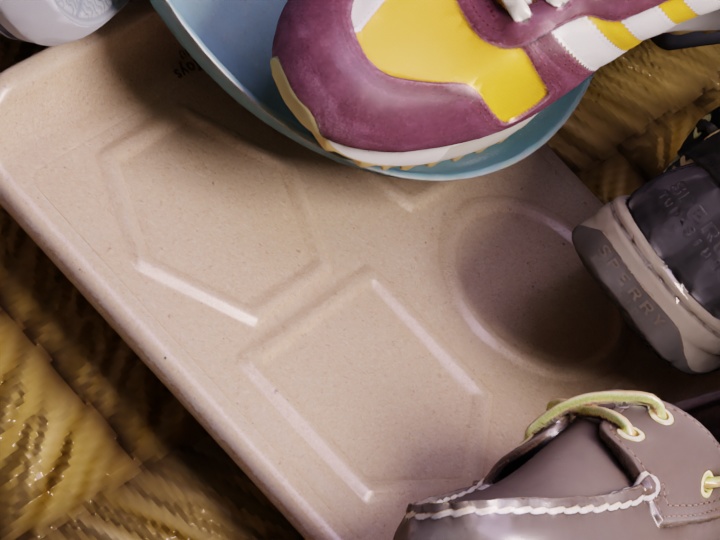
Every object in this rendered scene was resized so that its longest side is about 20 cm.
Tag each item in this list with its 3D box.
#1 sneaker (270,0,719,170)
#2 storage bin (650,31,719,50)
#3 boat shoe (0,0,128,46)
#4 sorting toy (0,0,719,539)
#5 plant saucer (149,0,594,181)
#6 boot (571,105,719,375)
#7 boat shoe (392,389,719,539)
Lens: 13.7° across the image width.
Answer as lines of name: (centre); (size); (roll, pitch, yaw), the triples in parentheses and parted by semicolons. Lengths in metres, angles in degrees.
sneaker: (0.068, -0.094, 0.820); (0.200, 0.090, 0.075); (-24, 76, -23)
storage bin: (0.147, -0.154, 0.941); (0.134, 0.200, 0.146); (-14, 50, -6)
boat shoe: (-0.101, -0.125, 0.871); (0.200, 0.067, 0.074); (-84, 150, -53)
sorting toy: (0.000, 0.000, 0.870); (0.200, 0.036, 0.185); (51, 43, 4)
plant saucer: (-0.006, -0.118, 0.879); (0.200, 0.027, 0.201); (17, 63, -37)
boot: (0.151, -0.043, 0.891); (0.073, 0.151, 0.200); (52, 20, 12)
boat shoe: (0.070, 0.061, 0.802); (0.200, 0.072, 0.060); (2, 89, -55)
